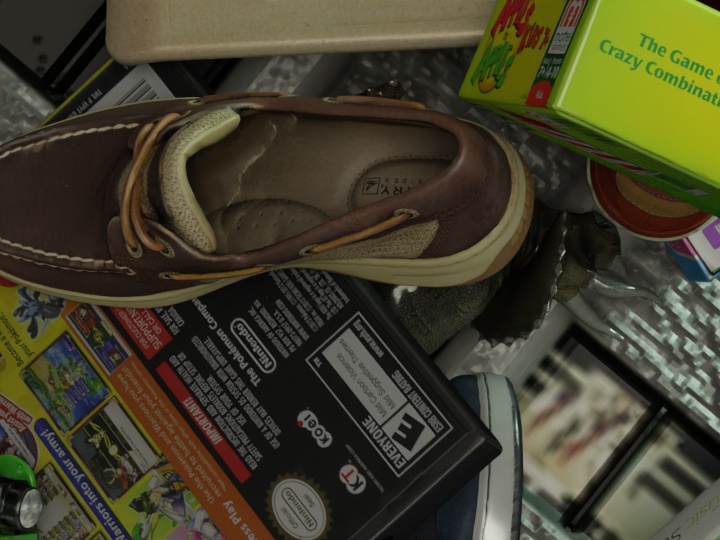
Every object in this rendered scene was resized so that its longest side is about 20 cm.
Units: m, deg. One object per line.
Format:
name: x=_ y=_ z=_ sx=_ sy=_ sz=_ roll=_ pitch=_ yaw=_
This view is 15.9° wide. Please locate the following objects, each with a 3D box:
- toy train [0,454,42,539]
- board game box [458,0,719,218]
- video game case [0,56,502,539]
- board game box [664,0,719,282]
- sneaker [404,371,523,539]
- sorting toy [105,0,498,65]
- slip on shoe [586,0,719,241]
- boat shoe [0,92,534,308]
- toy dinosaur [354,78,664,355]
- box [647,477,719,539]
toy train: x=-0.197 y=0.075 z=0.878 sx=0.199 sy=0.042 sz=0.057 roll=11 pitch=92 yaw=24
board game box: x=0.139 y=-0.034 z=0.809 sx=0.199 sy=0.102 sz=0.048 roll=24 pitch=90 yaw=-15
video game case: x=-0.079 y=0.046 z=0.877 sx=0.181 sy=0.025 sz=0.200 roll=-42 pitch=66 yaw=5
board game box: x=0.127 y=-0.120 z=0.935 sx=0.153 sy=0.040 sz=0.201 roll=-34 pitch=92 yaw=-3
sneaker: x=-0.028 y=0.120 z=0.906 sx=0.145 sy=0.077 sz=0.204 roll=16 pitch=90 yaw=-6
sorting toy: x=0.009 y=-0.161 z=0.895 sx=0.198 sy=0.036 sz=0.187 roll=-3 pitch=73 yaw=12
slip on shoe: x=0.133 y=-0.106 z=0.885 sx=0.074 sy=0.061 sz=0.201 roll=22 pitch=87 yaw=-1
boat shoe: x=-0.047 y=-0.029 z=0.832 sx=0.199 sy=0.072 sz=0.073 roll=2 pitch=76 yaw=22
toy dinosaur: x=0.000 y=0.000 z=0.909 sx=0.199 sy=0.077 sz=0.103 roll=-21 pitch=76 yaw=-7
box: x=0.199 y=0.133 z=0.892 sx=0.200 sy=0.036 sz=0.144 roll=40 pitch=113 yaw=-17
